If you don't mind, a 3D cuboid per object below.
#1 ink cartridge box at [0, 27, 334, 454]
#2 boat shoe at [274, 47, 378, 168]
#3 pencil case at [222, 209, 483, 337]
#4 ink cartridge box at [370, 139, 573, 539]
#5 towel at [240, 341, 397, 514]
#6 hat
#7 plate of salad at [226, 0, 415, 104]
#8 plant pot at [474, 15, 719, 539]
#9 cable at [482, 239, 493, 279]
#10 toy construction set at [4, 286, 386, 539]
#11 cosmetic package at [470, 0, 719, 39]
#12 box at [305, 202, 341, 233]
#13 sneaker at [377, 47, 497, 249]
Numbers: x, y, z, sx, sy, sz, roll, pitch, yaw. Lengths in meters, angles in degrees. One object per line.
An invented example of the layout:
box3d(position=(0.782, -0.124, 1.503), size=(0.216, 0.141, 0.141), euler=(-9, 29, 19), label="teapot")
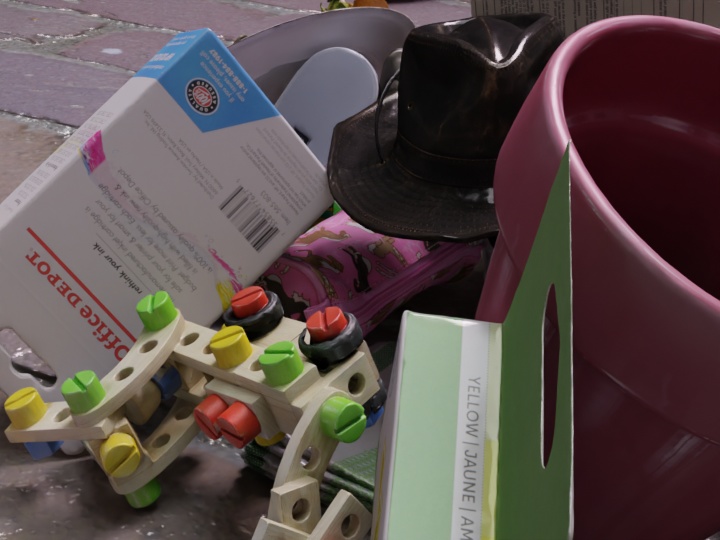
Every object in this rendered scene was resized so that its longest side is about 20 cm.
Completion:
box3d(position=(-0.122, -0.017, 0.704), size=(0.200, 0.115, 0.068), euler=(-45, 21, -10), label="ink cartridge box")
box3d(position=(-0.064, -0.055, 0.859), size=(0.074, 0.203, 0.086), euler=(38, -1, 3), label="boat shoe")
box3d(position=(0.000, 0.000, 0.819), size=(0.083, 0.087, 0.199), euler=(50, 37, 7), label="pencil case")
box3d(position=(0.031, 0.073, 0.456), size=(0.047, 0.201, 0.147), euler=(6, 51, 0), label="ink cartridge box")
box3d(position=(0.057, 0.093, 0.679), size=(0.198, 0.031, 0.149), euler=(19, 28, 29), label="towel")
box3d(position=(0.070, -0.092, 0.696), size=(0.197, 0.082, 0.201), euler=(-1, 30, 1), label="hat")
box3d(position=(-0.057, -0.133, 0.904), size=(0.197, 0.049, 0.200), euler=(-22, -11, -4), label="plate of salad")
box3d(position=(0.129, 0.024, 0.561), size=(0.197, 0.180, 0.202), euler=(15, 42, -14), label="plant pot")
box3d(position=(0.177, -0.012, 0.890), size=(0.196, 0.070, 0.201), euler=(5, 25, 0), label="cable")
box3d(position=(-0.063, 0.073, 0.608), size=(0.131, 0.093, 0.199), euler=(-38, 45, -28), label="toy construction set")
box3d(position=(0.168, -0.184, 0.849), size=(0.198, 0.107, 0.071), euler=(17, 36, 34), label="cosmetic package")
box3d(position=(-0.103, -0.045, 0.942), size=(0.197, 0.049, 0.117), euler=(-3, 24, -20), label="box")
box3d(position=(0.062, -0.074, 0.821), size=(0.113, 0.077, 0.200), euler=(18, 28, -14), label="sneaker")
